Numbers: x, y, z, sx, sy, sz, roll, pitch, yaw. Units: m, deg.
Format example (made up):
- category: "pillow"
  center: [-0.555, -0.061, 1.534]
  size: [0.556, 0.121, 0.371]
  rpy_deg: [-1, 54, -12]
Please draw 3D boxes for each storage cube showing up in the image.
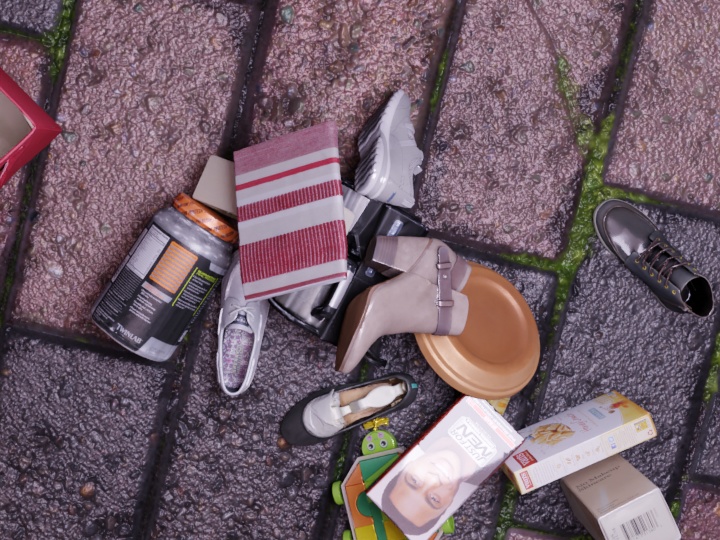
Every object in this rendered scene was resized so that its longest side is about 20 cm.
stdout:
- category: "storage cube"
  center: [-0.501, -0.181, 1.312]
  size: [0.171, 0.180, 0.200]
  rpy_deg: [-45, 98, 0]

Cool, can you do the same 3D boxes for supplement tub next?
- category: "supplement tub"
  center: [-0.249, 0.007, 1.389]
  size: [0.122, 0.123, 0.200]
  rpy_deg: [35, 92, -9]

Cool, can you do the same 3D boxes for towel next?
- category: "towel"
  center: [-0.083, -0.070, 1.279]
  size: [0.143, 0.023, 0.201]
  rpy_deg: [-14, 69, 24]

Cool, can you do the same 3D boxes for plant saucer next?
- category: "plant saucer"
  center: [0.161, 0.073, 1.423]
  size: [0.199, 0.037, 0.201]
  rpy_deg: [15, 56, -23]

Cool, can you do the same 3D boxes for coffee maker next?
- category: "coffee maker"
  center: [0.000, 0.000, 1.424]
  size: [0.192, 0.135, 0.201]
  rpy_deg: [28, 94, -46]

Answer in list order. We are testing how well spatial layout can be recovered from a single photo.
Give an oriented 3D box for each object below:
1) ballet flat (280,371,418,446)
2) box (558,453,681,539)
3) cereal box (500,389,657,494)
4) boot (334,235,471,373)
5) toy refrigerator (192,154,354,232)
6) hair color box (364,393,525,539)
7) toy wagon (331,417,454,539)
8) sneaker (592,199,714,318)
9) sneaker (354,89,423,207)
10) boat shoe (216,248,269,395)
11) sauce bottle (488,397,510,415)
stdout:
- category: "ballet flat"
  center: [-0.017, 0.184, 1.459]
  size: [0.199, 0.068, 0.068]
  rpy_deg: [-22, 82, -4]
- category: "box"
  center: [0.344, 0.315, 1.447]
  size: [0.095, 0.200, 0.078]
  rpy_deg: [-27, 99, -3]
- category: "cereal box"
  center: [0.286, 0.231, 1.460]
  size: [0.199, 0.144, 0.040]
  rpy_deg: [-22, 98, -4]
- category: "boot"
  center: [0.061, 0.051, 1.331]
  size: [0.146, 0.070, 0.201]
  rpy_deg: [21, 81, -20]
- category: "toy refrigerator"
  center: [-0.113, -0.080, 1.357]
  size: [0.199, 0.076, 0.070]
  rpy_deg: [21, 86, 33]
- category: "hair color box"
  center: [0.111, 0.258, 1.409]
  size: [0.102, 0.061, 0.200]
  rpy_deg: [45, 84, 4]
- category: "toy wagon"
  center: [0.037, 0.303, 1.468]
  size: [0.154, 0.040, 0.201]
  rpy_deg: [-15, 84, 14]
- category: "sneaker"
  center: [0.408, -0.020, 1.463]
  size: [0.200, 0.106, 0.075]
  rpy_deg: [45, 90, -9]
- category: "sneaker"
  center: [0.044, -0.153, 1.389]
  size: [0.082, 0.201, 0.075]
  rpy_deg: [29, 136, -19]
- category: "boat shoe"
  center: [-0.162, 0.070, 1.431]
  size: [0.072, 0.069, 0.201]
  rpy_deg: [13, 95, -7]
- category: "sauce bottle"
  center: [0.148, 0.239, 1.488]
  size: [0.066, 0.066, 0.201]
  rpy_deg: [21, 97, -8]
